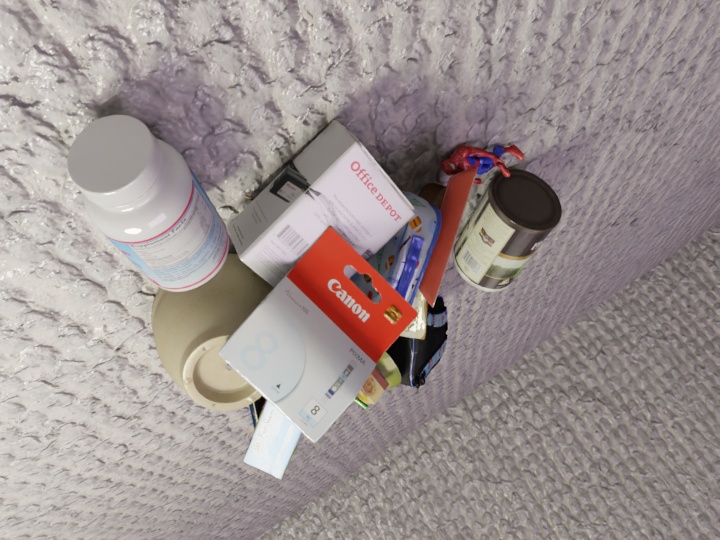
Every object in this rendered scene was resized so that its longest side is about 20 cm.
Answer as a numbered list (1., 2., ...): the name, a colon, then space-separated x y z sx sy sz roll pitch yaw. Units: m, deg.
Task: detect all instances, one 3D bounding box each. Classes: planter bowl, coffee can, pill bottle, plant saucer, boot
1. planter bowl: -0.182 0.098 0.860 0.195 0.135 0.205 -8 120 -13
2. coffee can: 0.280 -0.075 1.246 0.144 0.148 0.201 -20 154 -29
3. pill bottle: -0.213 -0.064 0.656 0.107 0.110 0.201 -31 156 -7
4. plant saucer: -0.008 0.177 1.276 0.031 0.198 0.201 -50 165 -26
5. boot: 0.055 0.030 1.214 0.150 0.206 0.072 2 -166 5
6. plant saucer: 0.126 -0.054 0.975 0.200 0.036 0.205 -18 127 -84

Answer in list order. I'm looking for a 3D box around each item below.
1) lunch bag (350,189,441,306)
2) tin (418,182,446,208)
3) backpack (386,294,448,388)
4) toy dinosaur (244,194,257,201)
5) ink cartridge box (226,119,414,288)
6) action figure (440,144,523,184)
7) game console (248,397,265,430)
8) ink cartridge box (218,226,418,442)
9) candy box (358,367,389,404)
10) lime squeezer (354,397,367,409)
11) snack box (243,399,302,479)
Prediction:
1. lunch bag: 0.039 -0.015 0.923 0.074 0.160 0.204 11 104 -29
2. tin: 0.098 -0.057 1.058 0.202 0.041 0.113 -58 156 -26
3. backpack: 0.111 0.136 1.374 0.199 0.132 0.188 -19 113 -60
4. toy dinosaur: -0.069 -0.072 0.894 0.105 0.061 0.200 -33 156 1
5. ink cartridge box: -0.049 -0.065 0.818 0.200 0.085 0.145 -43 130 4
6. action figure: 0.201 -0.179 1.071 0.197 0.052 0.066 -10 152 -41
7. game console: -0.115 0.175 1.135 0.115 0.175 0.200 -5 -165 19
8. ink cartridge box: -0.047 0.076 0.766 0.200 0.160 0.047 -47 -174 2
9. candy box: -0.043 0.198 1.253 0.055 0.116 0.199 -46 -162 -27
10. lime squeezer: -0.048 0.158 1.134 0.069 0.205 0.038 -18 -176 -13
11. snack box: -0.087 0.164 0.918 0.200 0.066 0.171 -62 176 -67
